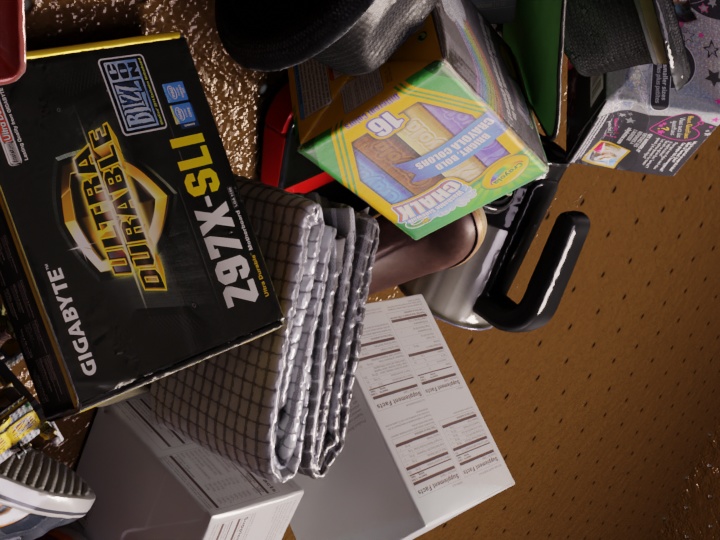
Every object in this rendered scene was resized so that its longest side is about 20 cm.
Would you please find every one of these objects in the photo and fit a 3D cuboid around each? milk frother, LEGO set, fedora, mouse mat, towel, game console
[{"bbox_3d":[0.096,-0.042,0.976,0.197,0.181,0.191,10,115,-29],"label":"milk frother"},{"bbox_3d":[-0.215,0.044,0.649,0.199,0.115,0.155,-33,144,-31],"label":"LEGO set"},{"bbox_3d":[0.000,-0.197,0.628,0.091,0.200,0.202,30,97,-42],"label":"fedora"},{"bbox_3d":[0.124,-0.216,0.729,0.007,0.162,0.203,-6,128,-5],"label":"mouse mat"},{"bbox_3d":[0.187,-0.228,0.791,0.090,0.204,0.200,-16,157,20],"label":"fedora"},{"bbox_3d":[-0.073,0.035,0.747,0.085,0.164,0.204,5,97,-43],"label":"towel"},{"bbox_3d":[-0.008,-0.106,0.881,0.198,0.031,0.179,-28,146,-36],"label":"game console"}]

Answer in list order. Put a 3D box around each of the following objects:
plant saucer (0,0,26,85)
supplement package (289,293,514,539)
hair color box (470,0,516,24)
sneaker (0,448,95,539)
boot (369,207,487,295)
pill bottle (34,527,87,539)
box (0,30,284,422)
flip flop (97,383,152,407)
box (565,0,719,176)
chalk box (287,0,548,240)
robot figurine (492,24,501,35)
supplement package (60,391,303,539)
[{"bbox_3d":[-0.248,-0.163,0.435,0.197,0.037,0.202,-16,138,-30],"label":"plant saucer"},{"bbox_3d":[0.010,0.153,0.948,0.151,0.202,0.149,-38,161,36],"label":"supplement package"},{"bbox_3d":[0.082,-0.290,0.733,0.059,0.100,0.202,-6,137,-5],"label":"hair color box"},{"bbox_3d":[-0.283,0.162,0.717,0.199,0.078,0.080,29,93,-48],"label":"sneaker"},{"bbox_3d":[0.000,0.000,0.856,0.165,0.073,0.199,-30,-175,-31],"label":"boot"},{"bbox_3d":[-0.298,0.272,0.769,0.199,0.114,0.116,-3,124,-54],"label":"pill bottle"},{"bbox_3d":[-0.146,-0.033,0.615,0.049,0.203,0.158,-19,-179,45],"label":"box"},{"bbox_3d":[-0.143,0.082,0.847,0.199,0.057,0.082,6,116,-56],"label":"flip flop"},{"bbox_3d":[0.262,-0.210,0.935,0.132,0.112,0.204,105,-10,-71],"label":"box"},{"bbox_3d":[0.051,-0.117,0.751,0.123,0.126,0.199,-26,144,24],"label":"chalk box"},{"bbox_3d":[0.161,-0.276,0.908,0.144,0.058,0.202,-36,145,-27],"label":"robot figurine"},{"bbox_3d":[-0.166,0.227,0.865,0.110,0.155,0.202,-2,123,-52],"label":"supplement package"}]
